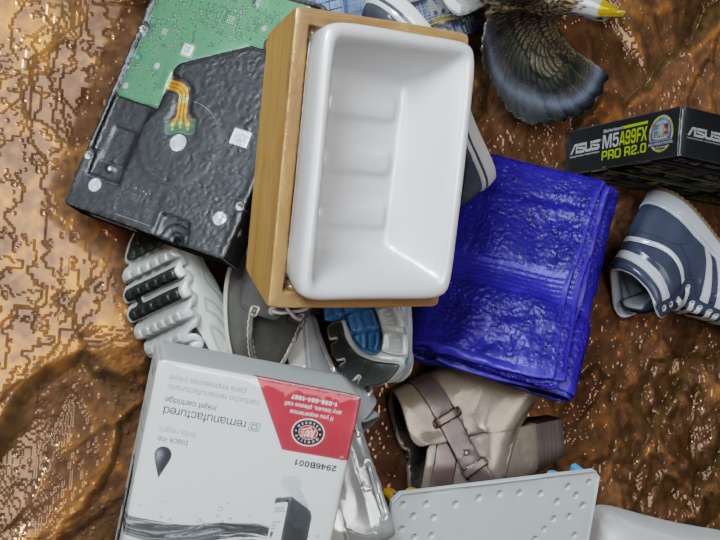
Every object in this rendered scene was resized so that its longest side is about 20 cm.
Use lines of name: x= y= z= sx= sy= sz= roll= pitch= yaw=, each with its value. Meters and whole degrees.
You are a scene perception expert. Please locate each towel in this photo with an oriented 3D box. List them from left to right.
towel: x=0.129 y=-0.002 z=1.130 sx=0.147 sy=0.050 sz=0.201 roll=15 pitch=66 yaw=6

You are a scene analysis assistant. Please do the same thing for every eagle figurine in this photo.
eagle figurine: x=0.154 y=-0.227 z=1.151 sx=0.152 sy=0.200 sz=0.151 roll=-40 pitch=75 yaw=-3

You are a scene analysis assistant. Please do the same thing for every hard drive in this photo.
hard drive: x=-0.116 y=-0.116 z=0.995 sx=0.139 sy=0.038 sz=0.201 roll=18 pitch=82 yaw=18

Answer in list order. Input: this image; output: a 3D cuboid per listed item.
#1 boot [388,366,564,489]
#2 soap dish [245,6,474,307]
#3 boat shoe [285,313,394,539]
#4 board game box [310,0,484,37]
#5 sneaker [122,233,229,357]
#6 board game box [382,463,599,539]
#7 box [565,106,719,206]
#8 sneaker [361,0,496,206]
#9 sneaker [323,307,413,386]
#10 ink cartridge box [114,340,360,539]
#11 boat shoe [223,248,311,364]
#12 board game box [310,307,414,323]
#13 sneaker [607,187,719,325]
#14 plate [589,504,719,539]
boot: x=0.094 y=0.097 z=1.146 sx=0.145 sy=0.070 sz=0.201 roll=-8 pitch=83 yaw=-19
soap dish: x=-0.003 y=-0.076 z=0.955 sx=0.157 sy=0.081 sz=0.201 roll=0 pitch=99 yaw=-40
boat shoe: x=-0.018 y=0.118 z=1.051 sx=0.068 sy=0.072 sz=0.201 roll=-10 pitch=66 yaw=-11
board game box: x=0.003 y=-0.275 z=1.121 sx=0.199 sy=0.062 sz=0.201 roll=-20 pitch=97 yaw=-27
sneaker: x=-0.122 y=0.049 z=1.039 sx=0.081 sy=0.075 sz=0.201 roll=-19 pitch=94 yaw=-48
board game box: x=0.096 y=0.261 z=1.121 sx=0.199 sy=0.026 sz=0.201 roll=-2 pitch=109 yaw=-28
box: x=0.311 y=-0.098 z=1.216 sx=0.199 sy=0.160 sz=0.045 roll=8 pitch=84 yaw=-26
sneaker: x=0.040 y=-0.123 z=1.075 sx=0.079 sy=0.078 sz=0.200 roll=-40 pitch=124 yaw=-15
sneaker: x=0.000 y=0.000 z=1.082 sx=0.075 sy=0.087 sz=0.201 roll=-15 pitch=75 yaw=15
ink cartridge box: x=-0.093 y=0.165 z=0.953 sx=0.143 sy=0.084 sz=0.201 roll=11 pitch=95 yaw=-10
boat shoe: x=-0.054 y=-0.015 z=1.006 sx=0.067 sy=0.057 sz=0.201 roll=14 pitch=85 yaw=-45
board game box: x=0.013 y=-0.048 z=1.135 sx=0.104 sy=0.023 sz=0.201 roll=16 pitch=80 yaw=-28
sneaker: x=0.310 y=0.028 z=1.259 sx=0.200 sy=0.070 sz=0.109 roll=43 pitch=69 yaw=-16
plate: x=0.274 y=0.327 z=1.230 sx=0.199 sy=0.032 sz=0.201 roll=17 pitch=77 yaw=-32
